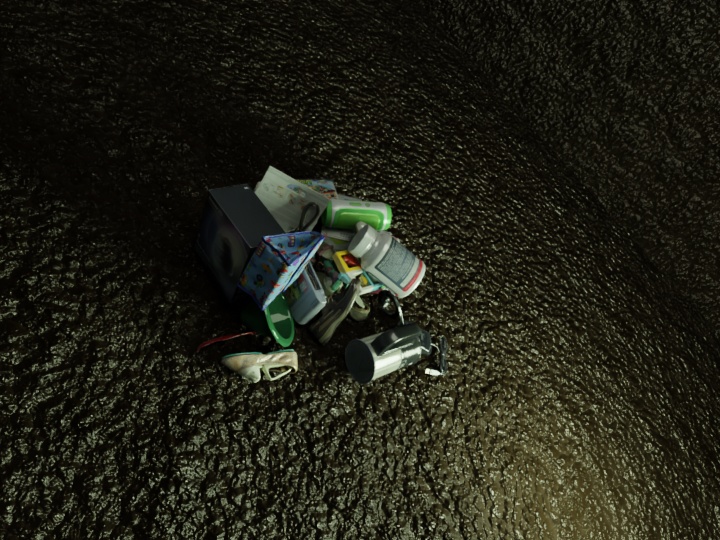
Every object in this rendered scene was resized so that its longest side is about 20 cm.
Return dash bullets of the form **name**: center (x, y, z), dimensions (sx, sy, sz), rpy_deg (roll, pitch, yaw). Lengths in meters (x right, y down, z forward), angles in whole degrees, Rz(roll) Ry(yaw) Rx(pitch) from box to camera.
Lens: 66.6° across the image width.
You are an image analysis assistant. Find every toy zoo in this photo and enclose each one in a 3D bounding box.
- **toy zoo**: center (0.000, 0.000, 1.514), dimensions (0.132, 0.020, 0.199), rpy_deg (56, 31, 14)

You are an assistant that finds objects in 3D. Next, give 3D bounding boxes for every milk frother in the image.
- **milk frother**: center (0.048, 0.173, 1.489), dimensions (0.186, 0.182, 0.200), rpy_deg (-11, 44, -43)

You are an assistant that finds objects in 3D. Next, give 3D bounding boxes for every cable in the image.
- **cable**: center (-0.178, -0.098, 1.520), dimensions (0.097, 0.199, 0.050), rpy_deg (49, 8, -9)

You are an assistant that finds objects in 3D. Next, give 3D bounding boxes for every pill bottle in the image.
- **pill bottle**: center (0.069, -0.030, 1.496), dimensions (0.199, 0.119, 0.121), rpy_deg (38, 43, -17)

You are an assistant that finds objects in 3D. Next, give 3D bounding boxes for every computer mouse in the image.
- **computer mouse**: center (0.176, 0.237, 1.617), dimensions (0.198, 0.046, 0.142), rpy_deg (24, 51, -28)

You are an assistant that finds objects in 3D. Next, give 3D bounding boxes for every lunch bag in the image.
- **lunch bag**: center (-0.174, -0.018, 1.297), dimensions (0.094, 0.151, 0.199), rpy_deg (42, 31, 10)

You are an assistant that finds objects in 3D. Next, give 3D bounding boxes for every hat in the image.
- **hat**: center (-0.282, 0.127, 1.366), dimensions (0.200, 0.173, 0.168), rpy_deg (52, 23, -61)

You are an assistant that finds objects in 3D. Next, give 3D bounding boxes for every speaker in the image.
- **speaker**: center (-0.012, -0.163, 1.614), dimensions (0.196, 0.089, 0.090), rpy_deg (2, 55, -17)

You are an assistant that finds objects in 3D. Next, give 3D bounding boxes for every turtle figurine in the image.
- **turtle figurine**: center (-0.108, -0.028, 1.527), dimensions (0.149, 0.102, 0.200), rpy_deg (-24, 55, -41)

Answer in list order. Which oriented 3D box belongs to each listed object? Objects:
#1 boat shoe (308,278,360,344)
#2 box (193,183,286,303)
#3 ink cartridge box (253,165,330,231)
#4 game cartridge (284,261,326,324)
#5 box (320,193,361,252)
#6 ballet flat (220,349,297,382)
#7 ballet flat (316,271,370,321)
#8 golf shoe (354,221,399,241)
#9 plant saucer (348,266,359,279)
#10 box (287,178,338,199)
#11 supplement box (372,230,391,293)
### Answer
- **boat shoe**: center (-0.071, 0.099, 1.424), dimensions (0.073, 0.201, 0.075), rpy_deg (32, 15, -4)
- **box**: center (-0.300, -0.068, 1.349), dimensions (0.122, 0.200, 0.201), rpy_deg (-17, 58, -44)
- **ink cartridge box**: center (-0.206, -0.193, 1.554), dimensions (0.198, 0.174, 0.044), rpy_deg (27, 34, -17)
- **game cartridge**: center (-0.166, 0.032, 1.442), dimensions (0.040, 0.133, 0.202), rpy_deg (-9, 63, -40)
- **box**: center (-0.061, -0.144, 1.684), dimensions (0.115, 0.061, 0.202), rpy_deg (13, 46, -6)
- **ballet flat**: center (-0.232, 0.227, 1.296), dimensions (0.197, 0.068, 0.068), rpy_deg (0, 65, -35)
- **ballet flat**: center (-0.052, 0.061, 1.560), dimensions (0.199, 0.062, 0.068), rpy_deg (40, 43, -4)
- **golf shoe**: center (0.068, -0.078, 1.583), dimensions (0.200, 0.092, 0.073), rpy_deg (43, 23, -14)
- **plant saucer**: center (0.021, -0.018, 1.699), dimensions (0.198, 0.032, 0.203), rpy_deg (21, 48, -25)
- **box**: center (-0.171, -0.229, 1.661), dimensions (0.196, 0.035, 0.111), rpy_deg (-4, 51, -20)
- **supplement box**: center (0.058, -0.027, 1.668), dimensions (0.107, 0.061, 0.203), rpy_deg (8, 55, -32)
